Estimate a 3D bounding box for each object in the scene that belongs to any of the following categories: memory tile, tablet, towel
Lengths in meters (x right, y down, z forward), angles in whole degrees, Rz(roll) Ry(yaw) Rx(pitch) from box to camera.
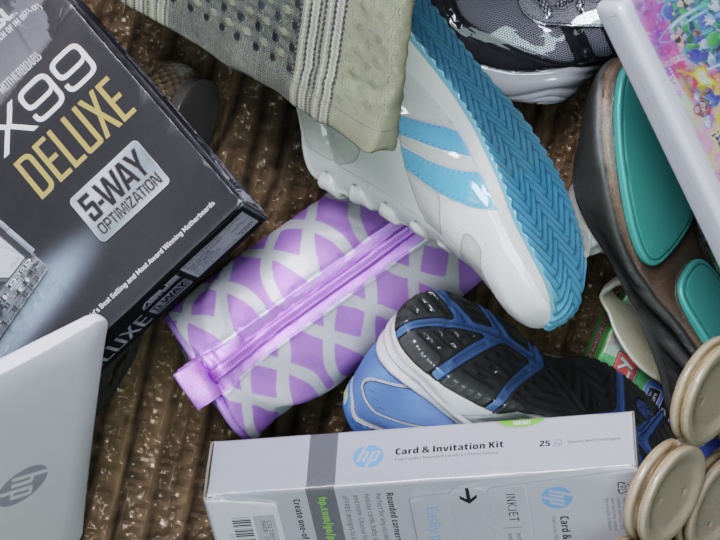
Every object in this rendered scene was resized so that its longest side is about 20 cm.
[{"bbox_3d":[0.174,0.108,1.121,0.017,0.200,0.154,25,97,33],"label":"memory tile"},{"bbox_3d":[-0.175,0.103,1.078,0.130,0.200,0.014,-28,64,-27],"label":"tablet"},{"bbox_3d":[-0.038,-0.171,0.980,0.035,0.192,0.200,-25,136,-42],"label":"towel"}]

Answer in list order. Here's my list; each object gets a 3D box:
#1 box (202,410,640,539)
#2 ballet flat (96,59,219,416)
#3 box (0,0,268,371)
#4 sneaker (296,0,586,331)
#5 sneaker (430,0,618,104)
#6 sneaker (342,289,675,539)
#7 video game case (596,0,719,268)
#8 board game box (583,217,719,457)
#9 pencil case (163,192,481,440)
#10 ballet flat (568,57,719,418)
[{"bbox_3d":[0.038,0.139,1.129,0.199,0.041,0.156,-4,133,9],"label":"box"},{"bbox_3d":[-0.125,-0.008,1.143,0.046,0.067,0.200,23,95,22],"label":"ballet flat"},{"bbox_3d":[-0.167,-0.018,1.097,0.200,0.050,0.158,-42,76,6],"label":"box"},{"bbox_3d":[0.028,-0.051,1.076,0.081,0.076,0.200,-39,79,21],"label":"sneaker"},{"bbox_3d":[0.126,-0.139,1.119,0.199,0.114,0.076,3,54,-14],"label":"sneaker"},{"bbox_3d":[0.081,0.081,1.152,0.200,0.076,0.077,32,128,-20],"label":"sneaker"},{"bbox_3d":[0.215,-0.080,1.061,0.182,0.024,0.200,-36,111,-20],"label":"video game case"},{"bbox_3d":[0.185,0.045,1.203,0.134,0.029,0.200,22,95,-9],"label":"board game box"},{"bbox_3d":[0.000,0.000,1.143,0.200,0.086,0.084,-37,99,-1],"label":"pencil case"},{"bbox_3d":[0.135,-0.005,1.136,0.068,0.068,0.200,-42,115,-45],"label":"ballet flat"}]
